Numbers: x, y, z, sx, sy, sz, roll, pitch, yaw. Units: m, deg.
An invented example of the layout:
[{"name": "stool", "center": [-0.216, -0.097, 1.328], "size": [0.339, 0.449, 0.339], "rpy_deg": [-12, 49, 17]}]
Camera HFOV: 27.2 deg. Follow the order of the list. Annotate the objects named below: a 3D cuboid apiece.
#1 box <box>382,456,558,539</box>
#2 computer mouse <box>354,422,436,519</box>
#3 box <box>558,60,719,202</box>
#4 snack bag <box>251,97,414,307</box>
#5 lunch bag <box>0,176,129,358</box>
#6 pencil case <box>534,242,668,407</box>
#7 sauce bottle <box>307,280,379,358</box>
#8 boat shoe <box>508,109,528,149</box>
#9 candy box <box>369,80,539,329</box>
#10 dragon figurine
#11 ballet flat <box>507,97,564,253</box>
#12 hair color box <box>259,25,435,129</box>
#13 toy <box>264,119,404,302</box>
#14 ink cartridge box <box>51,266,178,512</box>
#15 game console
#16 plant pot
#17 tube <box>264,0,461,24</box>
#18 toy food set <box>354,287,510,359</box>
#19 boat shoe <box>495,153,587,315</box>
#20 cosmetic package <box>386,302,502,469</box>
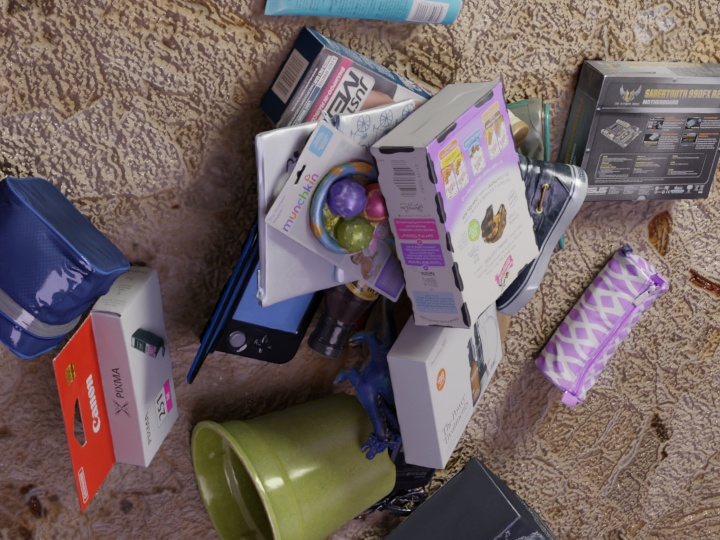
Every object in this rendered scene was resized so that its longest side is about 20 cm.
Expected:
[{"name": "box", "center": [0.143, 0.374, 1.903], "size": [0.197, 0.118, 0.200], "rpy_deg": [-43, 137, 3]}, {"name": "computer mouse", "center": [0.051, 0.222, 1.829], "size": [0.137, 0.053, 0.201], "rpy_deg": [7, 129, -32]}, {"name": "box", "center": [0.334, -0.161, 1.736], "size": [0.198, 0.048, 0.160], "rpy_deg": [-3, 119, -25]}, {"name": "snack bag", "center": [-0.024, -0.070, 1.515], "size": [0.199, 0.021, 0.190], "rpy_deg": [-14, 116, -33]}, {"name": "lunch bag", "center": [-0.319, 0.001, 1.429], "size": [0.136, 0.200, 0.132], "rpy_deg": [44, 93, 0]}, {"name": "pencil case", "center": [0.300, 0.068, 1.834], "size": [0.084, 0.086, 0.201], "rpy_deg": [25, 106, -33]}, {"name": "sauce bottle", "center": [0.000, 0.000, 1.630], "size": [0.066, 0.066, 0.201], "rpy_deg": [14, 106, -32]}, {"name": "boat shoe", "center": [0.104, -0.103, 1.651], "size": [0.200, 0.065, 0.072], "rpy_deg": [-53, 164, 26]}, {"name": "candy box", "center": [0.100, -0.068, 1.523], "size": [0.168, 0.071, 0.202], "rpy_deg": [-42, 125, -47]}, {"name": "dragon figurine", "center": [0.034, 0.108, 1.639], "size": [0.059, 0.099, 0.201], "rpy_deg": [-16, 133, -59]}, {"name": "ballet flat", "center": [0.193, -0.106, 1.702], "size": [0.063, 0.068, 0.201], "rpy_deg": [-6, 125, 10]}, {"name": "hair color box", "center": [0.004, -0.165, 1.565], "size": [0.199, 0.061, 0.100], "rpy_deg": [22, 107, -35]}, {"name": "toy", "center": [0.009, -0.053, 1.503], "size": [0.199, 0.047, 0.116], "rpy_deg": [32, 85, -42]}, {"name": "ink cartridge box", "center": [-0.251, 0.124, 1.552], "size": [0.043, 0.174, 0.202], "rpy_deg": [6, 124, 14]}, {"name": "game console", "center": [-0.093, 0.027, 1.596], "size": [0.170, 0.118, 0.201], "rpy_deg": [15, 112, -32]}, {"name": "plant pot", "center": [-0.068, 0.232, 1.704], "size": [0.183, 0.200, 0.202], "rpy_deg": [-23, 127, -26]}, {"name": "tube", "center": [0.005, -0.284, 1.506], "size": [0.198, 0.050, 0.078], "rpy_deg": [3, 113, -22]}, {"name": "toy food set", "center": [0.086, 0.063, 1.750], "size": [0.196, 0.049, 0.202], "rpy_deg": [-15, 124, -17]}, {"name": "boat shoe", "center": [0.169, -0.043, 1.662], "size": [0.090, 0.071, 0.201], "rpy_deg": [14, 122, -17]}, {"name": "cosmetic package", "center": [0.096, 0.094, 1.635], "size": [0.200, 0.051, 0.152], "rpy_deg": [-56, 143, -45]}]
